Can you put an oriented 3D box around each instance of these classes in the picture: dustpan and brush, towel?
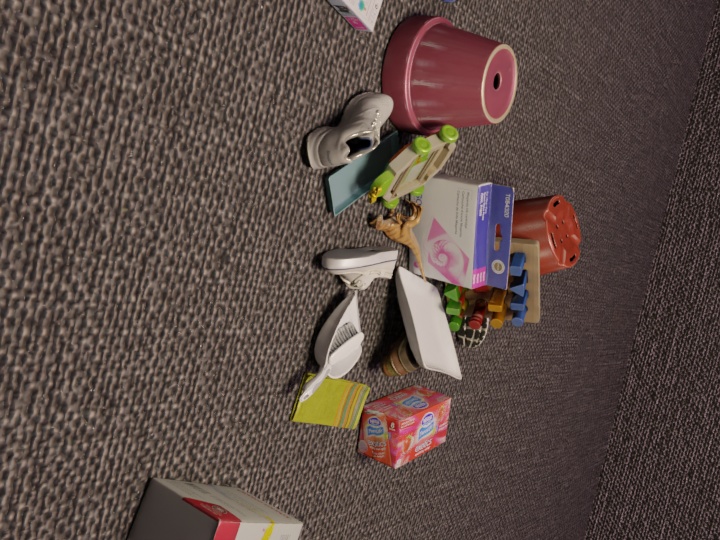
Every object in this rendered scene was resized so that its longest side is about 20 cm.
[{"bbox_3d":[-0.048,0.145,1.270,0.199,0.057,0.141,-39,140,-32],"label":"dustpan and brush"},{"bbox_3d":[-0.050,0.235,1.347,0.199,0.018,0.087,24,82,-56],"label":"towel"}]

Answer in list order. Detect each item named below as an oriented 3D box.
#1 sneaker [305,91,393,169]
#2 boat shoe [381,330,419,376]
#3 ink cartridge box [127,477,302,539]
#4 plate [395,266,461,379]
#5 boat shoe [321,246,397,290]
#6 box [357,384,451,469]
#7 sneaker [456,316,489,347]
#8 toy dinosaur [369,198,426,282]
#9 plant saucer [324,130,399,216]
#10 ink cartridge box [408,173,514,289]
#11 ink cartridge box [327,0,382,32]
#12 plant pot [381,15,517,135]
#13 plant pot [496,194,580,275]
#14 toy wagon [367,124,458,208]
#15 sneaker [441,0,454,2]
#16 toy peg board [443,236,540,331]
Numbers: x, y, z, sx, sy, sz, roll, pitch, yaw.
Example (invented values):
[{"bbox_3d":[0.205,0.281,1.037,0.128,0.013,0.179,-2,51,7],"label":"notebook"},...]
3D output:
[{"bbox_3d":[0.001,-0.215,1.187,0.200,0.086,0.075,-49,136,-35],"label":"sneaker"},{"bbox_3d":[0.091,0.151,1.479,0.073,0.067,0.200,63,23,1],"label":"boat shoe"},{"bbox_3d":[-0.207,0.393,1.065,0.199,0.144,0.146,30,78,-55],"label":"ink cartridge box"},{"bbox_3d":[0.126,0.108,1.464,0.199,0.032,0.203,26,47,-59],"label":"plate"},{"bbox_3d":[0.000,0.000,1.289,0.199,0.070,0.071,-10,108,-61],"label":"boat shoe"},{"bbox_3d":[0.090,0.306,1.507,0.199,0.095,0.101,-8,108,-54],"label":"box"},{"bbox_3d":[0.271,0.075,1.703,0.085,0.076,0.203,-7,109,-59],"label":"sneaker"},{"bbox_3d":[0.080,-0.072,1.397,0.199,0.060,0.107,34,88,-45],"label":"toy dinosaur"},{"bbox_3d":[0.006,-0.167,1.273,0.200,0.019,0.071,-40,133,-40],"label":"plant saucer"},{"bbox_3d":[0.180,-0.071,1.401,0.043,0.198,0.199,-25,122,-48],"label":"ink cartridge box"},{"bbox_3d":[-0.024,-0.452,1.101,0.199,0.042,0.121,27,80,-58],"label":"ink cartridge box"},{"bbox_3d":[0.161,-0.325,1.295,0.199,0.177,0.203,-27,125,-47],"label":"plant pot"},{"bbox_3d":[0.342,-0.065,1.590,0.199,0.194,0.204,12,74,-46],"label":"plant pot"},{"bbox_3d":[0.081,-0.170,1.285,0.199,0.040,0.156,-28,161,-36],"label":"toy wagon"},{"bbox_3d":[0.136,-0.540,1.265,0.076,0.078,0.201,-54,141,-26],"label":"sneaker"},{"bbox_3d":[0.256,0.041,1.533,0.098,0.196,0.202,-61,148,-46],"label":"toy peg board"}]
